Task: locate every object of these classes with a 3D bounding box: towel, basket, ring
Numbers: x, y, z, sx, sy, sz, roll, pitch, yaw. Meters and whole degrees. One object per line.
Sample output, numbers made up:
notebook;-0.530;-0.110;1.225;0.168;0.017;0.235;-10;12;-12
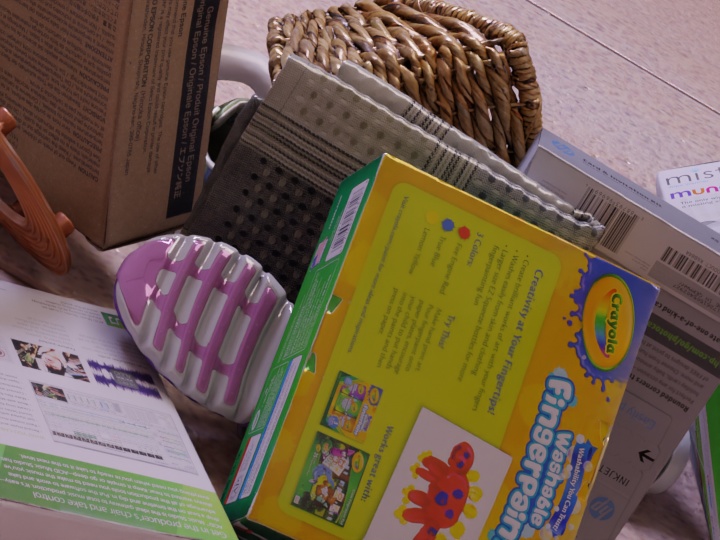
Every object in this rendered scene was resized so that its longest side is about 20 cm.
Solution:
towel;0.000;0.000;1.488;0.199;0.193;0.035;30;22;-7
basket;0.034;-0.058;1.592;0.148;0.201;0.143;-12;25;2
ring;-0.212;-0.082;1.456;0.201;0.019;0.201;47;-13;15

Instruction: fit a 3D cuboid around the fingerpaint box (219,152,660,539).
fingerpaint box;0.039;0.070;1.392;0.166;0.201;0.073;24;-18;-14

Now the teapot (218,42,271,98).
teapot;-0.130;-0.223;1.674;0.145;0.201;0.198;-13;48;5

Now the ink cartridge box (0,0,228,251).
ink cartridge box;-0.166;-0.131;1.524;0.075;0.166;0.200;-17;38;-40

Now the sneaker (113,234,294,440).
sneaker;-0.049;0.058;1.448;0.200;0.081;0.088;33;-19;-12

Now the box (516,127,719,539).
box;0.114;0.046;1.522;0.155;0.201;0.041;30;19;-2

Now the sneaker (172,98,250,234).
sneaker;-0.083;-0.068;1.657;0.067;0.090;0.201;18;25;-26

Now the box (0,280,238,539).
box;-0.153;0.074;1.348;0.144;0.036;0.200;16;25;-32

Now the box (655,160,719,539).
box;0.239;0.058;1.649;0.096;0.201;0.177;-9;25;3

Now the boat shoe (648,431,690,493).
boat shoe;0.140;0.054;1.707;0.060;0.076;0.200;21;23;-36
